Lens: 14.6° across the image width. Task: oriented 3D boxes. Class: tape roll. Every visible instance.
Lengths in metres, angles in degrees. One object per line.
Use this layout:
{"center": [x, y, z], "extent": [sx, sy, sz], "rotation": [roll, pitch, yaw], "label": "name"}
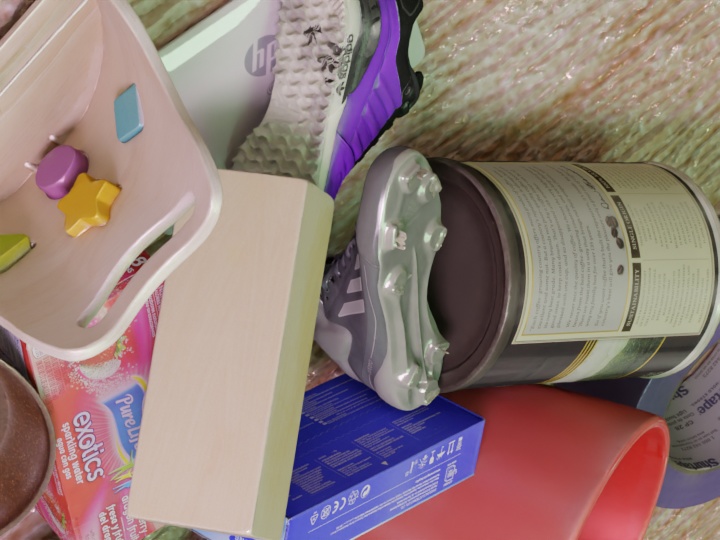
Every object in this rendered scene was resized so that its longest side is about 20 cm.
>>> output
{"center": [0.244, 0.067, 2.024], "extent": [0.200, 0.085, 0.200], "rotation": [-24, 136, -26], "label": "tape roll"}

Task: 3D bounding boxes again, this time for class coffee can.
{"center": [0.117, 0.001, 1.807], "extent": [0.200, 0.146, 0.147], "rotation": [-1, 124, -40], "label": "coffee can"}

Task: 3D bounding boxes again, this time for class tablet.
{"center": [-0.054, -0.116, 1.664], "extent": [0.200, 0.014, 0.130], "rotation": [-36, 139, -13], "label": "tablet"}

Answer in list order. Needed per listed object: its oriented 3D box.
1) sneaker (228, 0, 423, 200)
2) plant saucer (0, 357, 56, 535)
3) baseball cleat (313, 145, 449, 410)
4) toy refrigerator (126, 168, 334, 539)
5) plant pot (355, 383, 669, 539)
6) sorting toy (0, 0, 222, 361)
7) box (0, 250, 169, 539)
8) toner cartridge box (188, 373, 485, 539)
{"center": [-0.009, -0.090, 1.661], "extent": [0.099, 0.070, 0.201], "rotation": [-14, 134, -42], "label": "sneaker"}
{"center": [-0.272, 0.090, 1.581], "extent": [0.200, 0.037, 0.201], "rotation": [-4, 134, -5], "label": "plant saucer"}
{"center": [0.000, 0.000, 1.680], "extent": [0.070, 0.106, 0.200], "rotation": [-41, 143, -37], "label": "baseball cleat"}
{"center": [-0.071, 0.048, 1.589], "extent": [0.070, 0.076, 0.201], "rotation": [33, 64, -73], "label": "toy refrigerator"}
{"center": [0.083, 0.154, 1.850], "extent": [0.201, 0.177, 0.201], "rotation": [-54, 157, -35], "label": "plant pot"}
{"center": [-0.154, -0.040, 1.506], "extent": [0.200, 0.180, 0.107], "rotation": [-47, 137, 3], "label": "sorting toy"}
{"center": [-0.163, 0.064, 1.653], "extent": [0.095, 0.100, 0.200], "rotation": [-28, 137, -20], "label": "box"}
{"center": [-0.020, 0.118, 1.704], "extent": [0.200, 0.095, 0.043], "rotation": [-22, 129, -49], "label": "toner cartridge box"}
